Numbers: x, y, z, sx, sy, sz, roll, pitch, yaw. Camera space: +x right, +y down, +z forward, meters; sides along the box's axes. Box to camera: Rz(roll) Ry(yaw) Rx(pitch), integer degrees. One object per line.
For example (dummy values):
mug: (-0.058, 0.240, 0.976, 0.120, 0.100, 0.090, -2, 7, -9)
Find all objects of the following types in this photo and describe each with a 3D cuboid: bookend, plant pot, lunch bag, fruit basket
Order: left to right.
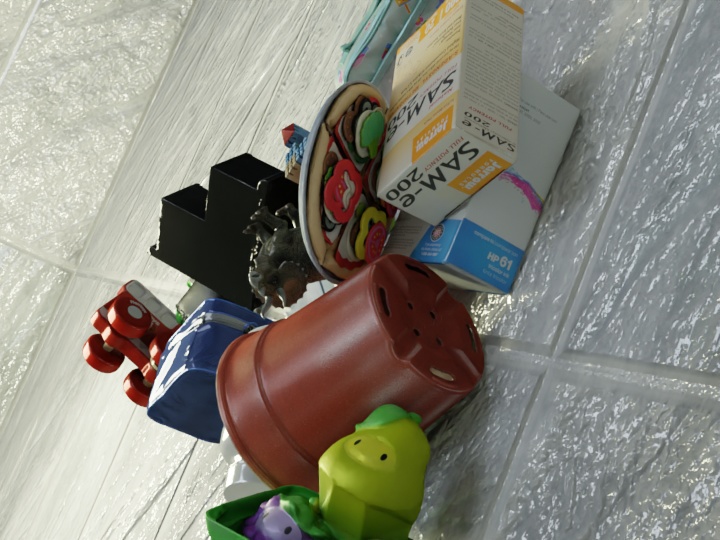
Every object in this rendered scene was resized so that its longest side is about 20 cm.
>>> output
lunch bag: (-0.187, 0.125, 1.506, 0.200, 0.135, 0.133, -41, 32, 43)
bookend: (-0.186, -0.082, 1.557, 0.092, 0.199, 0.200, -30, -42, -49)
fruit basket: (-0.011, 0.215, 0.945, 0.215, 0.155, 0.217, 2, 93, 34)
plant pot: (0.000, 0.097, 1.079, 0.195, 0.200, 0.201, -38, 32, 31)
lunch bag: (0.067, -0.257, 1.323, 0.201, 0.160, 0.077, -60, 22, 8)

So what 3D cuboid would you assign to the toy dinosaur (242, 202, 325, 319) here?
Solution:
toy dinosaur: (-0.053, -0.025, 1.141, 0.199, 0.103, 0.077, -27, -9, -36)

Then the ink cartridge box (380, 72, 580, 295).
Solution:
ink cartridge box: (0.118, -0.086, 1.128, 0.144, 0.084, 0.201, 7, 73, 66)

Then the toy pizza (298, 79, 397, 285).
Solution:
toy pizza: (0.001, -0.084, 1.099, 0.032, 0.200, 0.201, 8, 69, 27)

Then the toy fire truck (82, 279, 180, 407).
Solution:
toy fire truck: (-0.324, 0.109, 1.774, 0.112, 0.200, 0.168, -50, 0, 29)

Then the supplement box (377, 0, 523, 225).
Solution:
supplement box: (0.087, -0.161, 1.070, 0.126, 0.073, 0.201, -40, 33, 45)

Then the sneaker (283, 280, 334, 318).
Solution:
sneaker: (-0.056, 0.041, 1.291, 0.073, 0.070, 0.201, 90, 162, -57)

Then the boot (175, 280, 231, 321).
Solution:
boot: (-0.222, 0.001, 1.696, 0.198, 0.073, 0.163, 37, 96, 30)

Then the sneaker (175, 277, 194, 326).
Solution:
sneaker: (-0.218, 0.019, 1.757, 0.201, 0.085, 0.078, -59, 23, 10)

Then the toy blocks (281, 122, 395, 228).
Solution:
toy blocks: (-0.035, -0.125, 1.437, 0.100, 0.136, 0.201, -51, 26, 27)

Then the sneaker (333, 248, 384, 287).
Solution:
sneaker: (-0.019, -0.032, 1.208, 0.075, 0.086, 0.201, -13, 72, 53)

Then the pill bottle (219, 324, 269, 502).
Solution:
pill bottle: (-0.100, 0.173, 1.299, 0.112, 0.112, 0.201, -39, 33, 45)
